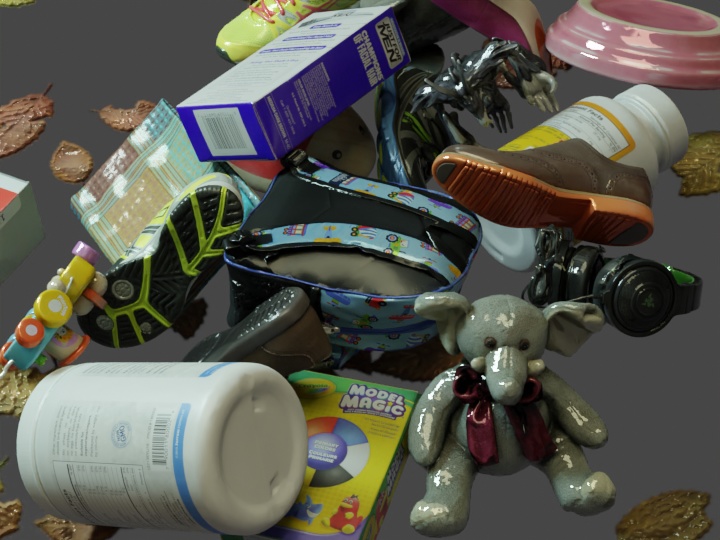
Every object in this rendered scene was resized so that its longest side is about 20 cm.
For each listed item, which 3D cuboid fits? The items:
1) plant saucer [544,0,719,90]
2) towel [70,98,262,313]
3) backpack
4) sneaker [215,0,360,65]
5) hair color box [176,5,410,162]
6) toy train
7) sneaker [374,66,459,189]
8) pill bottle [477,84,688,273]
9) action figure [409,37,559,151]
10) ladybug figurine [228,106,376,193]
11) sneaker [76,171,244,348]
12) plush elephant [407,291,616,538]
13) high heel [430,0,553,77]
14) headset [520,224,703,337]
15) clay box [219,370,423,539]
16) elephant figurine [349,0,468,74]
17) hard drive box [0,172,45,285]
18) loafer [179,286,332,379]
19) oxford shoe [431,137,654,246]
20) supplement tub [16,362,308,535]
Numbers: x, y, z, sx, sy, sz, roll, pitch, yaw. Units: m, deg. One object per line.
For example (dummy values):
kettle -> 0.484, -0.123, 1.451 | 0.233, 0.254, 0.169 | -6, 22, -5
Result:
plant saucer -> 0.282, -0.228, 1.738 | 0.200, 0.051, 0.201 | 7, 21, -3
towel -> -0.183, -0.057, 1.650 | 0.147, 0.022, 0.200 | -47, 51, 5
backpack -> 0.000, 0.000, 1.527 | 0.200, 0.135, 0.183 | 11, 36, 14
sneaker -> -0.072, -0.285, 1.864 | 0.200, 0.090, 0.078 | -34, 53, -24
hair color box -> -0.059, -0.172, 1.633 | 0.109, 0.065, 0.200 | 3, 35, 45
toy train -> -0.264, 0.059, 1.501 | 0.056, 0.150, 0.200 | 35, 18, -8
sneaker -> 0.057, -0.123, 1.698 | 0.083, 0.071, 0.200 | 3, 50, -4
pill bottle -> 0.200, -0.091, 1.623 | 0.200, 0.111, 0.111 | -31, 50, -23
action figure -> 0.124, -0.160, 1.648 | 0.102, 0.119, 0.200 | 55, 22, 5
ladybug figurine -> -0.078, -0.139, 1.731 | 0.200, 0.072, 0.136 | 19, 50, 24
sneaker -> -0.170, -0.007, 1.569 | 0.200, 0.075, 0.076 | -41, 14, 19
plush elephant -> 0.116, 0.091, 1.418 | 0.164, 0.155, 0.200 | -4, 45, 3
high heel -> 0.119, -0.245, 1.750 | 0.096, 0.200, 0.067 | -14, 36, 24
headset -> 0.207, 0.001, 1.501 | 0.123, 0.094, 0.200 | 15, 15, 41
clay box -> -0.026, 0.154, 1.448 | 0.115, 0.048, 0.200 | 9, 48, 16
elephant figurine -> 0.034, -0.247, 1.807 | 0.141, 0.155, 0.200 | 43, 68, -1
hard drive box -> -0.424, -0.037, 1.665 | 0.200, 0.077, 0.156 | 19, 50, 23
loafer -> -0.099, 0.087, 1.462 | 0.200, 0.071, 0.073 | -31, 15, 42
oxford shoe -> 0.155, -0.078, 1.516 | 0.200, 0.071, 0.073 | 16, 60, -16
supplement tub -> -0.153, 0.136, 1.380 | 0.200, 0.132, 0.132 | -2, 40, 37
